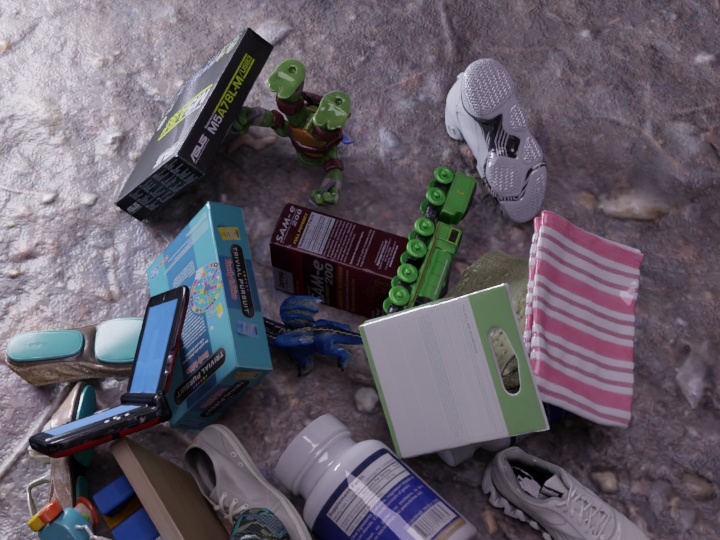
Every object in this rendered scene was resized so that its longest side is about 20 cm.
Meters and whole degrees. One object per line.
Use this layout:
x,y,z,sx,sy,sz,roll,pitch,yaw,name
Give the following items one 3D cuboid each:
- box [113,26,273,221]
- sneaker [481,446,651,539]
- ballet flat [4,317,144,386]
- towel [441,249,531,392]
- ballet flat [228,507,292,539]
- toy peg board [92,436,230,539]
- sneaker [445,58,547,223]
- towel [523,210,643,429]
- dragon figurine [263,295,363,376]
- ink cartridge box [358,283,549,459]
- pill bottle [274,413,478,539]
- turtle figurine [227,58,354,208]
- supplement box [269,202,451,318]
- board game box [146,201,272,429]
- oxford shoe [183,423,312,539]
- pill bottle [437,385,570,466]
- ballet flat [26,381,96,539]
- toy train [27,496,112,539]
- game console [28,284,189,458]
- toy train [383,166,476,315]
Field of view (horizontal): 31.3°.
-0.197,-0.169,1.505,0.047,0.200,0.194,36,62,-18,box
0.218,0.252,1.342,0.199,0.081,0.075,30,63,13,sneaker
-0.293,0.094,1.428,0.198,0.066,0.071,-2,53,8,ballet flat
0.143,0.050,1.366,0.147,0.037,0.200,12,44,36,towel
-0.069,0.331,1.269,0.074,0.074,0.201,-37,90,-18,ballet flat
-0.188,0.290,1.263,0.098,0.199,0.200,-36,67,-1,toy peg board
0.163,-0.156,1.567,0.075,0.115,0.202,-20,98,-11,sneaker
0.232,0.051,1.330,0.145,0.030,0.202,20,66,-30,towel
-0.058,0.067,1.407,0.199,0.099,0.059,-10,57,35,dragon figurine
0.098,0.098,1.263,0.048,0.199,0.147,-14,87,-49,ink cartridge box
0.011,0.246,1.320,0.200,0.120,0.120,41,68,20,pill bottle
-0.083,-0.139,1.486,0.198,0.194,0.145,-19,71,-14,turtle figurine
0.000,0.000,1.459,0.198,0.109,0.061,17,62,9,supplement box
-0.169,0.051,1.409,0.047,0.151,0.201,8,56,-36,board game box
-0.119,0.246,1.339,0.058,0.075,0.200,-21,59,-42,oxford shoe
0.161,0.124,1.389,0.199,0.116,0.116,-26,65,-14,pill bottle
-0.322,0.213,1.368,0.067,0.068,0.202,-6,60,5,ballet flat
-0.253,0.299,1.264,0.149,0.201,0.056,20,43,24,toy train
-0.251,0.101,1.270,0.171,0.200,0.120,-18,91,-20,game console
0.078,-0.026,1.393,0.056,0.042,0.201,22,62,-2,toy train
